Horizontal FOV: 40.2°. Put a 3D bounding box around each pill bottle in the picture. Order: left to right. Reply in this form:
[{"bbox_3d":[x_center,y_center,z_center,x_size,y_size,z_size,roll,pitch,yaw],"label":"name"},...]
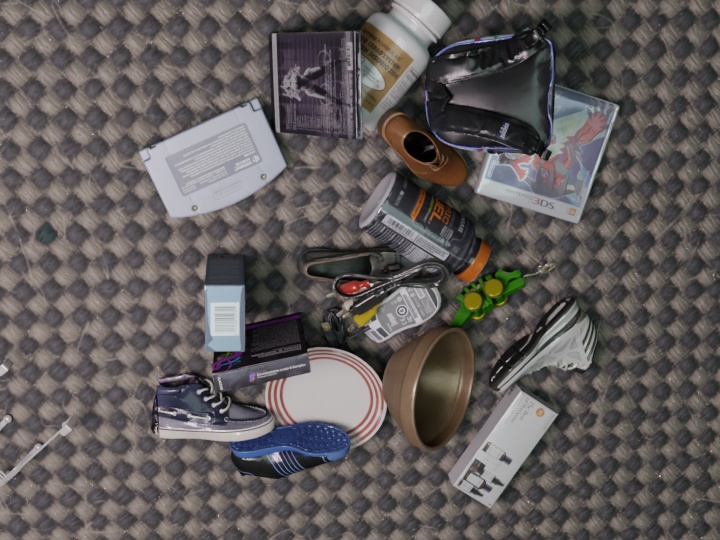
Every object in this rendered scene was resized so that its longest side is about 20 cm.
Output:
[{"bbox_3d":[0.039,-0.318,1.466,0.114,0.114,0.200,39,96,-13],"label":"pill bottle"},{"bbox_3d":[0.105,-0.060,1.538,0.199,0.106,0.106,31,98,-13],"label":"pill bottle"}]

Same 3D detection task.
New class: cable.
[{"bbox_3d":[0.037,0.017,1.528,0.199,0.050,0.097,-30,106,13],"label":"cable"}]

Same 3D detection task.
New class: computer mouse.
[{"bbox_3d":[0.039,0.078,1.597,0.199,0.044,0.110,-26,100,6],"label":"computer mouse"}]

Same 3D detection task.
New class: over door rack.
[{"bbox_3d":[-0.550,0.235,1.543,0.200,0.067,0.148,-38,105,24],"label":"over door rack"}]

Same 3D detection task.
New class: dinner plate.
[{"bbox_3d":[-0.056,0.208,1.606,0.199,0.024,0.201,2,114,4],"label":"dinner plate"}]

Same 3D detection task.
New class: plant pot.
[{"bbox_3d":[0.099,0.180,1.578,0.092,0.200,0.202,13,105,32],"label":"plant pot"}]

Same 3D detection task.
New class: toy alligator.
[{"bbox_3d":[0.221,0.024,1.600,0.200,0.059,0.054,-33,64,2],"label":"toy alligator"}]

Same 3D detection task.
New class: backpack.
[{"bbox_3d":[0.193,-0.263,1.470,0.189,0.154,0.201,2,93,8],"label":"backpack"}]

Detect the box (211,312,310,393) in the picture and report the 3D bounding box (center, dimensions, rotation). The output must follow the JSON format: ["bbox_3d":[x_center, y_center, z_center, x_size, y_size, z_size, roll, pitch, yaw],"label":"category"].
[{"bbox_3d":[-0.153,0.123,1.502,0.142,0.200,0.036,-12,105,-3],"label":"box"}]

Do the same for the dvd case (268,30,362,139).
[{"bbox_3d":[-0.067,-0.271,1.437,0.016,0.199,0.150,-13,107,-40],"label":"dvd case"}]

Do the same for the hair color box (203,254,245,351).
[{"bbox_3d":[-0.203,0.045,1.478,0.060,0.200,0.100,0,103,-7],"label":"hair color box"}]

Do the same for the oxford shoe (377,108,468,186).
[{"bbox_3d":[0.106,-0.170,1.497,0.200,0.071,0.071,27,104,-44],"label":"oxford shoe"}]

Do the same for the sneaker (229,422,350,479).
[{"bbox_3d":[-0.112,0.300,1.611,0.199,0.070,0.078,-1,130,6],"label":"sneaker"}]

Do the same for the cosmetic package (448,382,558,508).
[{"bbox_3d":[0.240,0.295,1.664,0.082,0.051,0.200,32,98,-13],"label":"cosmetic package"}]

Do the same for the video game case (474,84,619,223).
[{"bbox_3d":[0.297,-0.194,1.571,0.181,0.023,0.201,15,101,-10],"label":"video game case"}]

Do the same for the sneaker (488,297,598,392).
[{"bbox_3d":[0.314,0.152,1.626,0.200,0.076,0.115,-44,102,2],"label":"sneaker"}]

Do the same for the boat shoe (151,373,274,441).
[{"bbox_3d":[-0.237,0.216,1.577,0.199,0.075,0.093,-1,111,-6],"label":"boat shoe"}]

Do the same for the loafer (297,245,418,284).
[{"bbox_3d":[0.000,0.000,1.561,0.199,0.063,0.072,0,103,-6],"label":"loafer"}]

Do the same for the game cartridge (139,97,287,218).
[{"bbox_3d":[-0.222,-0.165,1.513,0.199,0.042,0.134,-24,109,-1],"label":"game cartridge"}]
